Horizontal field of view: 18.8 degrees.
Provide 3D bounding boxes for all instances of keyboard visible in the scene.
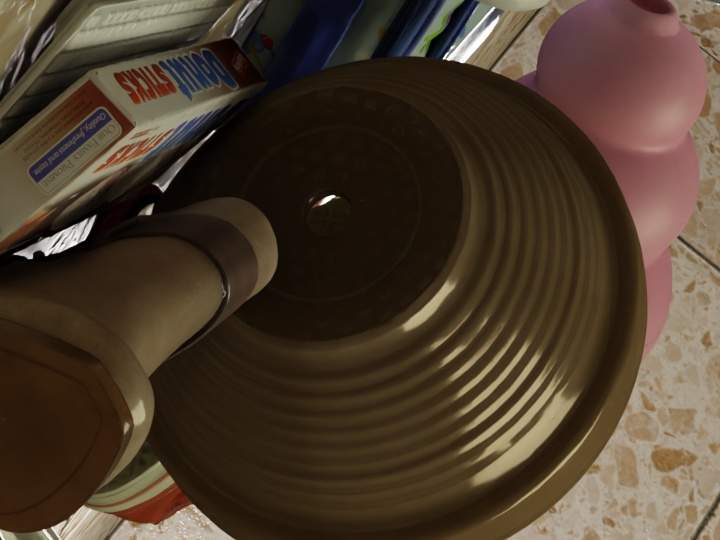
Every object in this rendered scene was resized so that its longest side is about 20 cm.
[{"bbox_3d":[-0.077,-0.069,0.705,0.056,0.011,0.200,-53,178,13],"label":"keyboard"}]

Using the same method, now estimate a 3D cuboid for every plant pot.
[{"bbox_3d":[0.000,0.000,0.781,0.201,0.200,0.093,-51,154,-11],"label":"plant pot"}]

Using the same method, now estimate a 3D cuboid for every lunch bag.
[{"bbox_3d":[0.019,-0.128,0.939,0.161,0.082,0.200,-47,174,-44],"label":"lunch bag"}]

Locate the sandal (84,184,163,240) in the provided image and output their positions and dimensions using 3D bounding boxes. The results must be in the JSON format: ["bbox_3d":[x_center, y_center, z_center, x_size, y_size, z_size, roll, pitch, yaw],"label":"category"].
[{"bbox_3d":[-0.102,-0.008,0.939,0.075,0.045,0.200,-48,-168,21],"label":"sandal"}]

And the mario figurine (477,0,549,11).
[{"bbox_3d":[0.038,-0.138,0.602,0.106,0.124,0.200,-33,-179,-6],"label":"mario figurine"}]

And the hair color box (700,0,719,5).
[{"bbox_3d":[0.122,-0.170,1.029,0.200,0.098,0.061,-138,-119,-66],"label":"hair color box"}]

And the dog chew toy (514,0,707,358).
[{"bbox_3d":[0.102,-0.038,1.015,0.125,0.124,0.201,-49,162,-56],"label":"dog chew toy"}]

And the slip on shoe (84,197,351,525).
[{"bbox_3d":[-0.029,0.033,0.860,0.199,0.074,0.061,-35,149,1],"label":"slip on shoe"}]

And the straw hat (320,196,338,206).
[{"bbox_3d":[-0.007,0.020,0.967,0.200,0.085,0.201,-37,179,-1],"label":"straw hat"}]

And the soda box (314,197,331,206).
[{"bbox_3d":[-0.038,-0.057,1.128,0.200,0.063,0.068,-52,178,12],"label":"soda box"}]

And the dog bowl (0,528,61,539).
[{"bbox_3d":[-0.151,0.176,0.965,0.073,0.201,0.200,-33,177,-4],"label":"dog bowl"}]

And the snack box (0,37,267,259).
[{"bbox_3d":[-0.081,-0.041,0.708,0.072,0.024,0.200,-39,-179,12],"label":"snack box"}]

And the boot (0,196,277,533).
[{"bbox_3d":[-0.080,0.017,0.665,0.146,0.071,0.199,-30,-166,-39],"label":"boot"}]
